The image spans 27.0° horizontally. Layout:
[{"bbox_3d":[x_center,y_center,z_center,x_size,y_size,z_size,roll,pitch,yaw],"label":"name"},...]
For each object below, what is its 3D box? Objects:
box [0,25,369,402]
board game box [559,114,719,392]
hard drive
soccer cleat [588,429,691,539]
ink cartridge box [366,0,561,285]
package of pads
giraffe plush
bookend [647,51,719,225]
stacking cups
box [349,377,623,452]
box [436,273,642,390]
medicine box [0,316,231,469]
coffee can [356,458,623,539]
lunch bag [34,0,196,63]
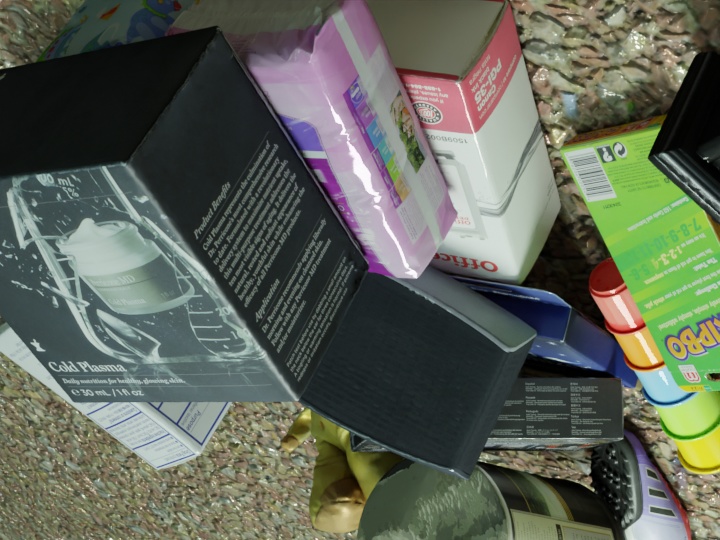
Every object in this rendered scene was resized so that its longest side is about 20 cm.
[{"bbox_3d":[-0.135,-0.025,0.921,0.199,0.124,0.197,-4,132,36],"label":"box"},{"bbox_3d":[0.214,-0.007,1.005,0.095,0.030,0.201,-8,113,53],"label":"board game box"},{"bbox_3d":[0.011,0.055,1.069,0.199,0.136,0.042,27,-167,12],"label":"hard drive"},{"bbox_3d":[0.254,0.213,1.325,0.068,0.073,0.201,39,150,56],"label":"soccer cleat"},{"bbox_3d":[0.045,-0.091,1.031,0.146,0.083,0.201,11,144,29],"label":"ink cartridge box"},{"bbox_3d":[-0.028,-0.088,0.944,0.120,0.076,0.201,9,142,35],"label":"package of pads"},{"bbox_3d":[0.001,0.109,1.328,0.200,0.172,0.163,49,159,48],"label":"giraffe plush"},{"bbox_3d":[0.306,-0.064,0.833,0.198,0.092,0.200,40,147,-14],"label":"bookend"},{"bbox_3d":[0.233,0.067,1.130,0.060,0.061,0.201,0,135,41],"label":"stacking cups"},{"bbox_3d":[0.093,0.116,1.183,0.198,0.050,0.158,0,170,-3],"label":"box"},{"bbox_3d":[0.127,0.047,1.135,0.120,0.033,0.200,9,167,33],"label":"box"},{"bbox_3d":[-0.191,0.043,1.335,0.200,0.183,0.103,40,149,-16],"label":"medicine box"},{"bbox_3d":[0.112,0.236,1.247,0.146,0.148,0.199,4,169,37],"label":"coffee can"},{"bbox_3d":[-0.104,-0.122,1.030,0.127,0.171,0.200,-7,133,43],"label":"lunch bag"}]
